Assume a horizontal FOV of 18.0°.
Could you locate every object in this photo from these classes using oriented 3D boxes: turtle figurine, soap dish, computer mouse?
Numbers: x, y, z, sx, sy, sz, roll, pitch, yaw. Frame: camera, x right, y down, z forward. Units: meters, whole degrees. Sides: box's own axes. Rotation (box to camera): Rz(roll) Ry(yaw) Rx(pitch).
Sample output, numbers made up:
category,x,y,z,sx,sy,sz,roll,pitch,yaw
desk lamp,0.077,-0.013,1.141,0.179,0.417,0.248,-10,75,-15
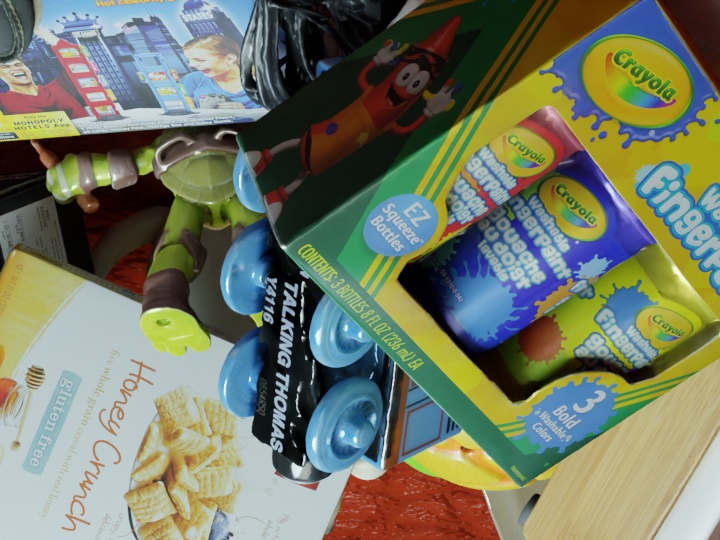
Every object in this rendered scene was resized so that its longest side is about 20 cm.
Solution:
category,x,y,z,sx,sy,sz,roll,pitch,yaw
turtle figurine,-0.062,-0.042,1.114,0.198,0.162,0.065,-4,142,-6
soap dish,0.159,0.070,1.071,0.081,0.200,0.158,32,111,14
computer mouse,0.043,-0.141,0.997,0.198,0.053,0.139,-5,136,-7

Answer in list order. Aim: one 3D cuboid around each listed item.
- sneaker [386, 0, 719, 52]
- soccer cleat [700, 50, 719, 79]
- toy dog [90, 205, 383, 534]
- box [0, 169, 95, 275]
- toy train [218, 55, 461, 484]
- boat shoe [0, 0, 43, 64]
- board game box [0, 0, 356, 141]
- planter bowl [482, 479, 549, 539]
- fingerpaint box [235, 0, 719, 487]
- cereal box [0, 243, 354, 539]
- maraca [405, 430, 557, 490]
category,x,y,z,sx,sy,sz,roll,pitch,yaw
sneaker,0.106,-0.111,0.964,0.198,0.074,0.116,1,154,-26
soccer cleat,0.134,-0.069,1.028,0.069,0.200,0.078,28,161,51
toy dog,-0.055,0.058,1.236,0.193,0.201,0.140,17,149,-22
box,-0.217,0.054,1.223,0.163,0.202,0.086,-1,-164,37
toy train,0.000,0.000,1.017,0.086,0.114,0.201,28,126,35
boat shoe,-0.192,-0.135,0.905,0.071,0.068,0.200,1,153,22
board game box,-0.117,-0.141,1.030,0.198,0.062,0.200,-3,150,13
planter bowl,0.159,0.123,1.365,0.134,0.201,0.201,-20,154,-12
fingerpaint box,0.077,-0.024,0.904,0.166,0.074,0.200,-34,135,10
cereal box,-0.108,0.091,1.129,0.199,0.145,0.040,23,-177,-6
maraca,0.078,0.029,1.123,0.136,0.107,0.201,-4,131,-22
